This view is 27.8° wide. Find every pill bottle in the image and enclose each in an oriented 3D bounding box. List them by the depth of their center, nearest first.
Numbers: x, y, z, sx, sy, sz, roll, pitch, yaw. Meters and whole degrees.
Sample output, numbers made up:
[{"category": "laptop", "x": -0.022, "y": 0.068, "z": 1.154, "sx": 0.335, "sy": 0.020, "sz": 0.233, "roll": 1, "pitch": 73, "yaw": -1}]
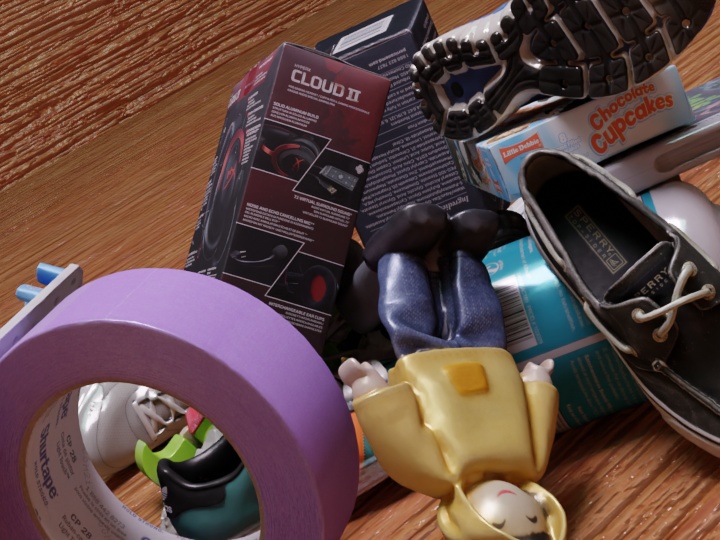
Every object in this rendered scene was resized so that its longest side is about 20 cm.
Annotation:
[{"category": "pill bottle", "x": 0.146, "y": 0.020, "z": 0.818, "sx": 0.198, "sy": 0.112, "sz": 0.111, "roll": -21, "pitch": 16, "yaw": 12}]

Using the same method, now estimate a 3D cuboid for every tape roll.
[{"category": "tape roll", "x": -0.103, "y": 0.104, "z": 0.763, "sx": 0.198, "sy": 0.202, "sz": 0.066, "roll": -17, "pitch": 17, "yaw": 25}]

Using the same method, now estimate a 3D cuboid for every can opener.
[{"category": "can opener", "x": 0.000, "y": 0.000, "z": 0.889, "sx": 0.053, "sy": 0.067, "sz": 0.200, "roll": -36, "pitch": -6, "yaw": -23}]

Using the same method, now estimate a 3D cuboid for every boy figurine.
[{"category": "boy figurine", "x": 0.048, "y": 0.066, "z": 0.716, "sx": 0.123, "sy": 0.202, "sz": 0.065, "roll": 8, "pitch": -37, "yaw": -27}]

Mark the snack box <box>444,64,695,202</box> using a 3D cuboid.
[{"category": "snack box", "x": 0.121, "y": -0.087, "z": 0.898, "sx": 0.115, "sy": 0.037, "sz": 0.200, "roll": -24, "pitch": 8, "yaw": -1}]

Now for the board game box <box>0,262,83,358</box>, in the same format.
[{"category": "board game box", "x": -0.215, "y": 0.121, "z": 0.814, "sx": 0.026, "sy": 0.202, "sz": 0.200, "roll": 15, "pitch": 28, "yaw": 10}]

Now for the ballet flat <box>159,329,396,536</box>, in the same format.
[{"category": "ballet flat", "x": -0.053, "y": 0.102, "z": 0.941, "sx": 0.199, "sy": 0.072, "sz": 0.072, "roll": -30, "pitch": 17, "yaw": -15}]

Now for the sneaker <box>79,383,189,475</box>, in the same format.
[{"category": "sneaker", "x": -0.133, "y": 0.086, "z": 1.104, "sx": 0.091, "sy": 0.076, "sz": 0.200, "roll": -2, "pitch": 29, "yaw": 44}]

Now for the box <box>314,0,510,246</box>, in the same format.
[{"category": "box", "x": 0.038, "y": -0.101, "z": 1.194, "sx": 0.106, "sy": 0.202, "sz": 0.149, "roll": -22, "pitch": 15, "yaw": 13}]

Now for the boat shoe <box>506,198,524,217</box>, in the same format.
[{"category": "boat shoe", "x": 0.153, "y": -0.048, "z": 1.090, "sx": 0.199, "sy": 0.074, "sz": 0.065, "roll": -33, "pitch": 22, "yaw": -28}]

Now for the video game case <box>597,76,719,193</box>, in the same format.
[{"category": "video game case", "x": 0.195, "y": -0.086, "z": 0.893, "sx": 0.180, "sy": 0.024, "sz": 0.200, "roll": -23, "pitch": 7, "yaw": 0}]

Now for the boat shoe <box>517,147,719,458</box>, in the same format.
[{"category": "boat shoe", "x": 0.146, "y": 0.017, "z": 0.720, "sx": 0.071, "sy": 0.200, "sz": 0.064, "roll": -44, "pitch": -27, "yaw": 1}]

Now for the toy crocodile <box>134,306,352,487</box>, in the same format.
[{"category": "toy crocodile", "x": -0.072, "y": 0.077, "z": 1.005, "sx": 0.200, "sy": 0.062, "sz": 0.068, "roll": -45, "pitch": 17, "yaw": 0}]

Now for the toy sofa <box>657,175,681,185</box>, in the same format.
[{"category": "toy sofa", "x": 0.132, "y": 0.016, "z": 0.935, "sx": 0.198, "sy": 0.098, "sz": 0.083, "roll": -21, "pitch": 39, "yaw": 11}]

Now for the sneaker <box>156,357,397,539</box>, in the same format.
[{"category": "sneaker", "x": -0.030, "y": 0.094, "z": 0.862, "sx": 0.199, "sy": 0.080, "sz": 0.071, "roll": -35, "pitch": 18, "yaw": -4}]

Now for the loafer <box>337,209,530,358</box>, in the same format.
[{"category": "loafer", "x": 0.040, "y": -0.001, "z": 1.036, "sx": 0.200, "sy": 0.068, "sz": 0.071, "roll": -30, "pitch": 51, "yaw": 40}]

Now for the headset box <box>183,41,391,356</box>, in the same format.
[{"category": "headset box", "x": -0.052, "y": -0.043, "z": 0.908, "sx": 0.074, "sy": 0.203, "sz": 0.148, "roll": 16, "pitch": -9, "yaw": -15}]

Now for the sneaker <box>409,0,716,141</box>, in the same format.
[{"category": "sneaker", "x": 0.117, "y": -0.137, "z": 0.815, "sx": 0.089, "sy": 0.079, "sz": 0.199, "roll": -35, "pitch": 14, "yaw": -39}]
